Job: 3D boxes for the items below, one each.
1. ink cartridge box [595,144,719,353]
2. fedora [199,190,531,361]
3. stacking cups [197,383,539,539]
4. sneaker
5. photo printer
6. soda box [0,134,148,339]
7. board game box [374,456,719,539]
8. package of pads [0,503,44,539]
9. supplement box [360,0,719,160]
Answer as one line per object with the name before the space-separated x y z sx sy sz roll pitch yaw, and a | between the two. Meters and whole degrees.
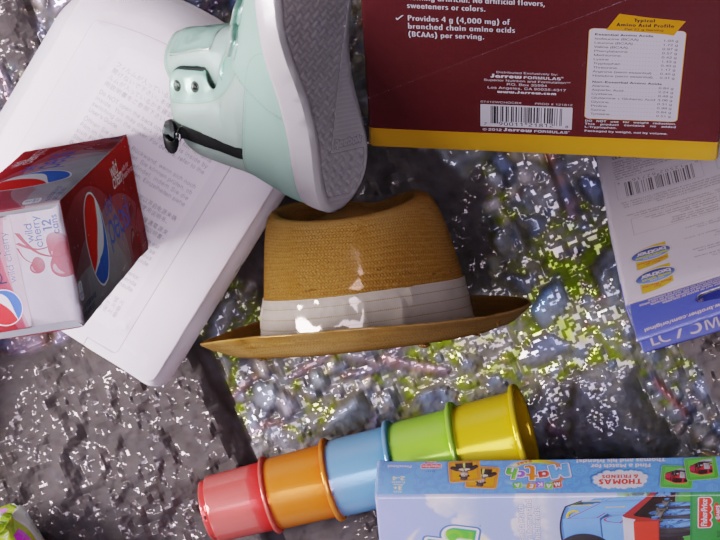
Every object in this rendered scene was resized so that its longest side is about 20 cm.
ink cartridge box | 0.198 -0.020 1.618 0.119 0.200 0.042 -17 118 8
fedora | 0.000 0.000 1.643 0.200 0.201 0.082 -5 93 6
stacking cups | 0.005 0.122 1.741 0.199 0.061 0.061 -17 101 12
sneaker | -0.065 -0.130 1.575 0.118 0.074 0.201 18 131 31
photo printer | -0.131 -0.058 1.702 0.166 0.069 0.200 31 103 -2
soda box | -0.164 -0.020 1.574 0.063 0.200 0.070 -9 101 7
board game box | 0.112 0.174 1.721 0.199 0.037 0.152 -1 130 6
package of pads | -0.251 0.246 1.759 0.200 0.068 0.155 -30 100 9
supplement box | 0.100 -0.170 1.573 0.196 0.200 0.133 3 61 4
